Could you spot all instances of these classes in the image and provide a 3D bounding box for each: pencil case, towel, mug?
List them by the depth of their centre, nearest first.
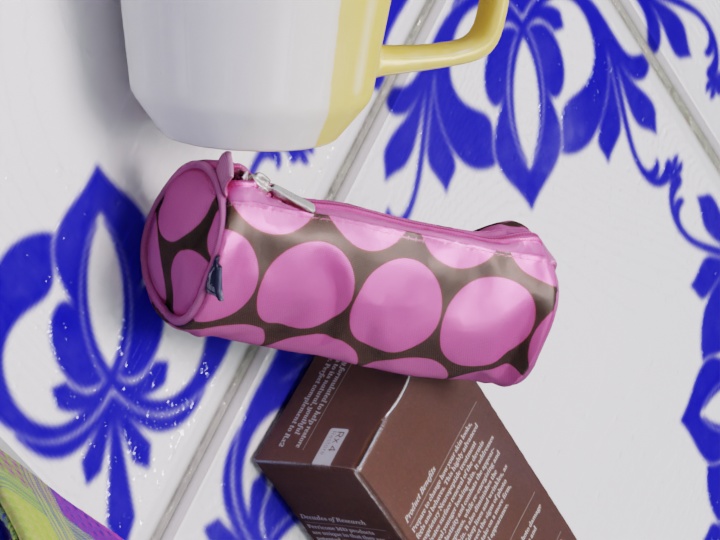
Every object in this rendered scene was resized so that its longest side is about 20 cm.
[{"bbox_3d":[-0.094,0.161,1.323,0.023,0.144,0.200,-45,126,5],"label":"towel"},{"bbox_3d":[-0.031,-0.136,1.374,0.149,0.186,0.153,-43,137,-73],"label":"mug"},{"bbox_3d":[0.000,0.000,1.420,0.200,0.091,0.094,10,119,-30],"label":"pencil case"}]

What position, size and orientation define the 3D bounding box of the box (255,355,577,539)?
[{"bbox_3d":[0.036,0.127,1.545,0.100,0.075,0.200,-59,135,-31],"label":"box"}]
